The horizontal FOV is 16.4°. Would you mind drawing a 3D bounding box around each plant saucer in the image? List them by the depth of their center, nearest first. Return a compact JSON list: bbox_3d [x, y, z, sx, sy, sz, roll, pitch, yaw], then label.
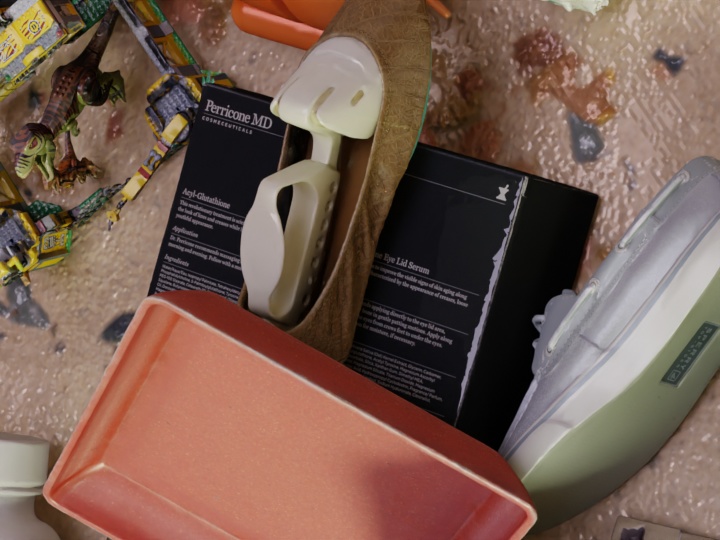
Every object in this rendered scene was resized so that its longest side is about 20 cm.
[{"bbox_3d":[-0.034,0.098,1.179,0.200,0.037,0.200,29,141,-3],"label":"plant saucer"}]

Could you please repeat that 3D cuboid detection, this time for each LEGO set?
[{"bbox_3d":[-0.176,-0.082,1.319,0.200,0.116,0.154,-27,86,26],"label":"LEGO set"}]

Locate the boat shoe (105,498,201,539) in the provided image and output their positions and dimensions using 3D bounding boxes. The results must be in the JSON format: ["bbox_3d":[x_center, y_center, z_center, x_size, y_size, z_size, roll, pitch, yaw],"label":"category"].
[{"bbox_3d":[-0.117,0.189,1.305,0.075,0.075,0.203,24,93,47],"label":"boat shoe"}]

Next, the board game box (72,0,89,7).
[{"bbox_3d":[-0.177,-0.203,1.402,0.200,0.028,0.135,-25,73,29],"label":"board game box"}]

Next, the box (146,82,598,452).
[{"bbox_3d":[0.000,0.000,1.235,0.200,0.079,0.141,19,97,34],"label":"box"}]

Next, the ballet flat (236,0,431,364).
[{"bbox_3d":[-0.020,-0.045,1.165,0.068,0.072,0.200,20,95,34],"label":"ballet flat"}]

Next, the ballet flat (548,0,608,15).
[{"bbox_3d":[0.141,-0.207,1.180,0.072,0.072,0.200,44,111,29],"label":"ballet flat"}]

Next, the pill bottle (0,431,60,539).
[{"bbox_3d":[-0.219,0.186,1.341,0.111,0.111,0.200,5,88,34],"label":"pill bottle"}]

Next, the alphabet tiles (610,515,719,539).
[{"bbox_3d":[0.134,0.215,1.127,0.166,0.006,0.200,10,74,29],"label":"alphabet tiles"}]

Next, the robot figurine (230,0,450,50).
[{"bbox_3d":[-0.035,-0.186,1.254,0.200,0.117,0.144,25,99,36],"label":"robot figurine"}]

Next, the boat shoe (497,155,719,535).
[{"bbox_3d":[0.120,0.034,1.165,0.201,0.070,0.072,-52,49,15],"label":"boat shoe"}]
